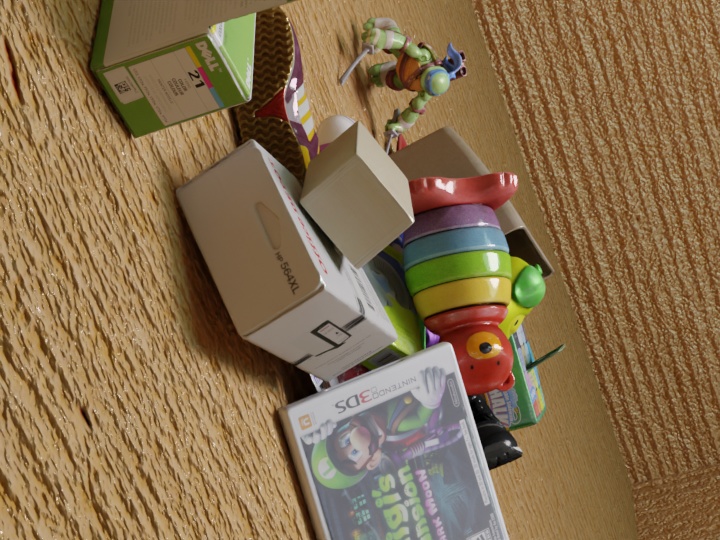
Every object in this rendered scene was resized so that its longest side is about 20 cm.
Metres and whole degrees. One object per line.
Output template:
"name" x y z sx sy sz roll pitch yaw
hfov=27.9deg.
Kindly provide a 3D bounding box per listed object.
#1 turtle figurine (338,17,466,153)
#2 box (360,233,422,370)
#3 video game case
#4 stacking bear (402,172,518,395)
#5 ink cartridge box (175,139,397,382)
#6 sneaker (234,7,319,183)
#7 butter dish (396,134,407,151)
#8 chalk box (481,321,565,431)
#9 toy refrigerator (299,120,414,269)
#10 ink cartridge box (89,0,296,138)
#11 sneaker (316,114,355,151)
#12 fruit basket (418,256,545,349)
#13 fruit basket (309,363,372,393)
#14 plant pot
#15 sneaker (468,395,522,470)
"turtle figurine" 0.029 -0.259 1.941 0.144 0.200 0.194 41 8 -26
"box" 0.000 0.000 1.417 0.122 0.048 0.201 33 36 -35
"video game case" 0.034 0.189 1.312 0.023 0.180 0.202 -5 -76 63
"stacking bear" 0.099 0.020 1.396 0.114 0.120 0.202 138 -55 -69
"ink cartridge box" -0.059 -0.003 1.222 0.147 0.084 0.200 63 10 22
"sneaker" -0.082 -0.153 1.402 0.090 0.074 0.202 44 40 -74
"butter dish" 0.133 -0.079 2.003 0.201 0.146 0.201 -86 157 -54
"chalk box" 0.150 0.131 1.733 0.125 0.198 0.125 -8 83 -76
"toy refrigerator" -0.005 -0.068 1.261 0.076 0.070 0.200 49 8 -11
"ink cartridge box" -0.096 -0.200 1.107 0.149 0.198 0.076 -91 160 -44
"sneaker" -0.021 -0.084 1.558 0.114 0.072 0.203 31 45 -66
"fruit basket" 0.102 0.062 1.573 0.215 0.213 0.157 12 80 -75
"fruit basket" 0.010 0.138 1.396 0.185 0.093 0.202 -43 114 -75
"plant pot" 0.097 -0.054 1.782 0.178 0.199 0.200 67 10 23
"sneaker" 0.105 0.160 1.469 0.200 0.075 0.088 134 -64 -81
